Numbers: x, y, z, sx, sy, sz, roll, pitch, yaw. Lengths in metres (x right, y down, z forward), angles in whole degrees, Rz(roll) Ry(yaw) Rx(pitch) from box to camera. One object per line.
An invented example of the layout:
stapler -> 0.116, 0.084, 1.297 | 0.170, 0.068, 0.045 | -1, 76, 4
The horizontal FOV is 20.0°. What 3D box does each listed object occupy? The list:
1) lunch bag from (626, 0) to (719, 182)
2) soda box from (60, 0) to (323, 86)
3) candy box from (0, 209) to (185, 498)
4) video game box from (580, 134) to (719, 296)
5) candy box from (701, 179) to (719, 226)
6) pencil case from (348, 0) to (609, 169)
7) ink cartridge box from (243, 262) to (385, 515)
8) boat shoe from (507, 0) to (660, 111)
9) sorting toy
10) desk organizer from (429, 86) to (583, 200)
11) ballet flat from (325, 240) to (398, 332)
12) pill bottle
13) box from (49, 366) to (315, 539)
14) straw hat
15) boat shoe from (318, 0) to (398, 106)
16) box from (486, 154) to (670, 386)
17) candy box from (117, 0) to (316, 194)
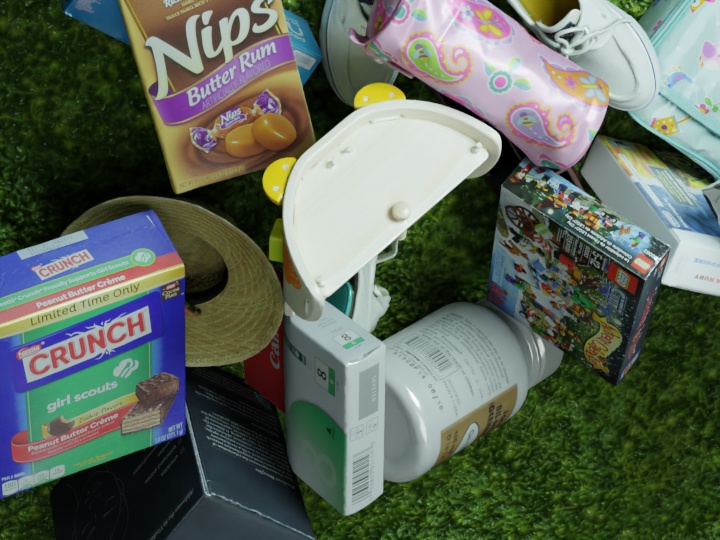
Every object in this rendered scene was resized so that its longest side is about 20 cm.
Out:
lunch bag -> 0.317, -0.154, 1.700 | 0.200, 0.077, 0.160 | 33, 110, -18
soda box -> -0.132, -0.196, 1.578 | 0.200, 0.068, 0.064 | 25, 114, -28
candy box -> -0.225, 0.067, 1.616 | 0.169, 0.077, 0.200 | -18, 138, -22
video game box -> 0.302, -0.037, 1.718 | 0.182, 0.200, 0.047 | 13, 115, -23
candy box -> 0.390, -0.020, 1.617 | 0.168, 0.072, 0.200 | -32, 97, -22
pencil case -> 0.092, -0.156, 1.551 | 0.200, 0.087, 0.087 | 31, 113, -16
ink cartridge box -> -0.057, 0.087, 1.713 | 0.050, 0.200, 0.161 | -26, 133, -32
boat shoe -> 0.162, -0.194, 1.606 | 0.075, 0.086, 0.202 | -30, 109, 28
sorting toy -> -0.008, -0.037, 1.592 | 0.200, 0.107, 0.180 | -41, 167, -22
desk organizer -> 0.122, -0.111, 1.696 | 0.072, 0.077, 0.200 | -30, 126, 7
ballet flat -> 0.000, 0.000, 1.730 | 0.069, 0.069, 0.200 | 5, 103, -17
pill bottle -> 0.079, 0.091, 1.760 | 0.200, 0.114, 0.115 | -28, 136, -39
box -> -0.160, 0.215, 1.779 | 0.124, 0.197, 0.200 | 28, 114, -29
straw hat -> -0.150, -0.015, 1.688 | 0.201, 0.085, 0.201 | 9, 133, 9
boat shoe -> 0.011, -0.209, 1.607 | 0.073, 0.065, 0.200 | -4, 125, -12
box -> 0.172, 0.004, 1.656 | 0.038, 0.136, 0.200 | -49, 162, -21
candy box -> -0.110, -0.164, 1.529 | 0.116, 0.056, 0.200 | -16, 125, -3
